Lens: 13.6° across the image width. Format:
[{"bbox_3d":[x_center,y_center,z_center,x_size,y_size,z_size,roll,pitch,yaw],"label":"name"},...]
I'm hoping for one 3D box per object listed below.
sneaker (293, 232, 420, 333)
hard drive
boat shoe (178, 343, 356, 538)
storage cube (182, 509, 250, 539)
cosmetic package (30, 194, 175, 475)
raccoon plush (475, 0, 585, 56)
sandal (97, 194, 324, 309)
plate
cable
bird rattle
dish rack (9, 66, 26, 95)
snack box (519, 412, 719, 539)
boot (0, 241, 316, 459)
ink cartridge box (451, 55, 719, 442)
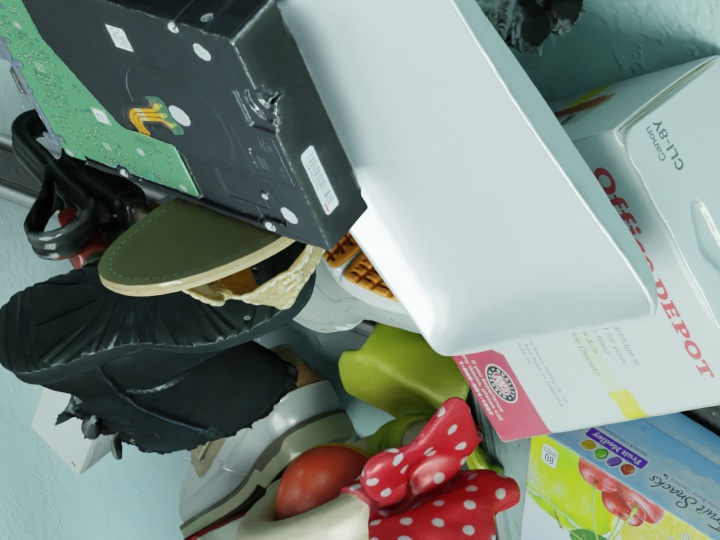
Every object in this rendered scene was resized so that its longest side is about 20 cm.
[{"bbox_3d":[0.000,0.000,1.621,0.200,0.076,0.092,28,147,43],"label":"sneaker"},{"bbox_3d":[-0.097,-0.092,1.438,0.199,0.038,0.140,19,147,39],"label":"hard drive"},{"bbox_3d":[-0.063,0.101,1.785,0.069,0.074,0.200,64,148,11],"label":"boat shoe"},{"bbox_3d":[-0.051,0.235,1.734,0.180,0.171,0.201,-39,79,40],"label":"storage cube"},{"bbox_3d":[-0.137,0.036,1.793,0.051,0.082,0.200,42,144,13],"label":"cosmetic package"},{"bbox_3d":[0.036,-0.183,1.404,0.134,0.096,0.201,18,121,51],"label":"raccoon plush"},{"bbox_3d":[-0.037,-0.015,1.501,0.077,0.211,0.070,19,133,39],"label":"sandal"},{"bbox_3d":[0.038,-0.056,1.380,0.200,0.032,0.200,56,153,-11],"label":"plate"},{"bbox_3d":[-0.163,-0.037,1.707,0.200,0.097,0.051,33,135,55],"label":"cable"},{"bbox_3d":[0.010,0.121,1.602,0.163,0.200,0.113,-28,108,14],"label":"bird rattle"},{"bbox_3d":[-0.175,-0.159,1.652,0.201,0.054,0.153,64,165,-8],"label":"dish rack"},{"bbox_3d":[0.165,0.173,1.577,0.168,0.068,0.201,32,143,27],"label":"snack box"},{"bbox_3d":[-0.085,0.041,1.629,0.197,0.074,0.162,-17,154,21],"label":"boot"},{"bbox_3d":[0.118,-0.007,1.453,0.200,0.083,0.146,-13,109,54],"label":"ink cartridge box"}]
